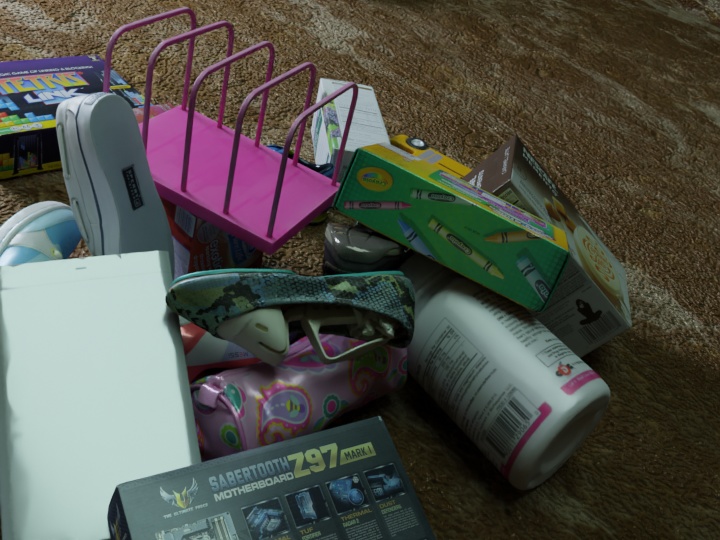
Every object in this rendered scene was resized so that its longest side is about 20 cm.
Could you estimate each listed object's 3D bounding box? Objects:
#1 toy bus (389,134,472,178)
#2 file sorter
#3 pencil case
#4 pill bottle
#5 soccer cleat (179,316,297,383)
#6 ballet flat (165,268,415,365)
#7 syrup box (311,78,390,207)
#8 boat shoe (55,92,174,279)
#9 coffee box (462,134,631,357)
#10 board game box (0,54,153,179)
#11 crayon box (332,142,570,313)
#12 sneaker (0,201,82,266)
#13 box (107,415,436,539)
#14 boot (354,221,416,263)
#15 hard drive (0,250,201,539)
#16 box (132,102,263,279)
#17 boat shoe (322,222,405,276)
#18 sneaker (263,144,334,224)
[{"bbox_3d":[0.107,-0.093,0.994,0.197,0.066,0.078,31,38,19],"label":"toy bus"},{"bbox_3d":[-0.117,-0.136,0.722,0.197,0.128,0.139,27,35,14],"label":"file sorter"},{"bbox_3d":[-0.045,0.091,0.647,0.087,0.089,0.198,37,40,29],"label":"pencil case"},{"bbox_3d":[0.107,0.077,0.697,0.112,0.115,0.200,-17,50,-39],"label":"pill bottle"},{"bbox_3d":[-0.100,0.061,0.700,0.198,0.068,0.075,-10,73,-49],"label":"soccer cleat"},{"bbox_3d":[-0.045,0.036,0.599,0.195,0.076,0.075,-2,37,-19],"label":"ballet flat"},{"bbox_3d":[-0.015,-0.164,1.029,0.079,0.080,0.202,6,35,-14],"label":"syrup box"},{"bbox_3d":[-0.214,-0.051,0.697,0.064,0.206,0.073,6,20,31],"label":"boat shoe"},{"bbox_3d":[0.190,-0.023,0.834,0.200,0.079,0.115,47,30,-14],"label":"coffee box"},{"bbox_3d":[-0.357,-0.186,0.933,0.197,0.058,0.165,-20,49,-42],"label":"board game box"},{"bbox_3d":[0.084,-0.044,0.709,0.197,0.059,0.119,27,15,7],"label":"crayon box"},{"bbox_3d":[-0.256,0.028,0.656,0.128,0.081,0.202,19,43,8],"label":"sneaker"},{"bbox_3d":[-0.043,0.191,0.505,0.196,0.051,0.160,-8,58,-33],"label":"box"},{"bbox_3d":[0.061,-0.015,0.858,0.146,0.074,0.203,10,44,1],"label":"boot"},{"bbox_3d":[-0.185,0.087,0.562,0.128,0.026,0.204,-6,65,-20],"label":"hard drive"},{"bbox_3d":[-0.185,-0.075,0.808,0.094,0.101,0.199,-18,47,-41],"label":"box"},{"bbox_3d":[0.000,0.000,0.733,0.072,0.075,0.200,12,4,3],"label":"boat shoe"},{"bbox_3d":[-0.121,-0.120,0.924,0.195,0.080,0.066,16,35,2],"label":"sneaker"}]
